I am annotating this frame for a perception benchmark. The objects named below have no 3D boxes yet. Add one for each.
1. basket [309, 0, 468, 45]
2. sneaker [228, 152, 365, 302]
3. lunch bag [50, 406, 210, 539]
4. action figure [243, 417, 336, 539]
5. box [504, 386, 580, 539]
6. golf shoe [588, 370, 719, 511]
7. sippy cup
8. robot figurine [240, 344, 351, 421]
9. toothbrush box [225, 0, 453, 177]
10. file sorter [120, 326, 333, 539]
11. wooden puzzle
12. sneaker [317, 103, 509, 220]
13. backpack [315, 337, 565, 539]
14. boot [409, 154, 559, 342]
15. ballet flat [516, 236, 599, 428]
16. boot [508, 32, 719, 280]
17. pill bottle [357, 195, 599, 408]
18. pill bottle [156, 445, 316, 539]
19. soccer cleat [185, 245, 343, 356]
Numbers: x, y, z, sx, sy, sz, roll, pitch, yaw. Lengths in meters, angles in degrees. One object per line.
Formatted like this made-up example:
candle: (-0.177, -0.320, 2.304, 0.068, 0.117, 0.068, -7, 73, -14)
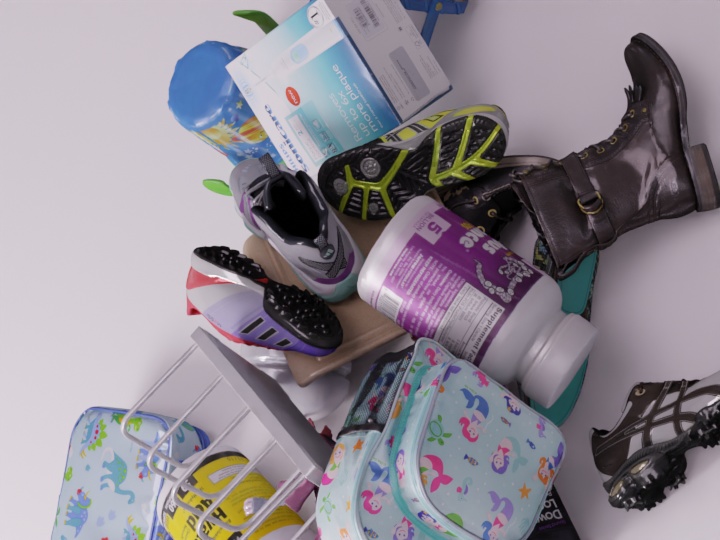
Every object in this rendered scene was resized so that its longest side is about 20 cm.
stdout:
basket: (0.022, -0.297, 1.721, 0.176, 0.139, 0.201, 36, 119, 38)
sneaker: (-0.075, -0.071, 1.576, 0.078, 0.140, 0.200, -42, 54, -8)
lunch bag: (-0.244, 0.251, 1.802, 0.160, 0.082, 0.202, 3, 79, 39)
action figure: (-0.018, 0.225, 1.576, 0.149, 0.133, 0.201, -52, 50, 53)
box: (0.099, 0.195, 1.531, 0.036, 0.142, 0.201, 104, 146, -56)
golf shoe: (0.274, 0.117, 1.451, 0.200, 0.078, 0.095, -43, 56, 19)
sippy cup: (-0.131, -0.181, 1.807, 0.139, 0.130, 0.179, -36, 59, 25)
robot figurine: (-0.063, 0.066, 1.696, 0.170, 0.112, 0.202, 146, 130, -71)
toothbrush box: (-0.024, -0.192, 1.677, 0.147, 0.085, 0.200, 58, 146, -6)
file sorter: (-0.100, 0.178, 1.521, 0.125, 0.139, 0.200, -47, 52, 2)
wooden puzzle: (0.000, 0.000, 1.612, 0.199, 0.037, 0.186, -29, 52, 4)
sneaker: (0.053, -0.103, 1.599, 0.199, 0.076, 0.076, -14, 108, 24)
backpack: (0.065, 0.178, 1.417, 0.150, 0.177, 0.201, -17, 40, 60)
boot: (0.114, -0.020, 1.611, 0.199, 0.073, 0.152, -16, 67, 37)
ballet flat: (0.176, 0.050, 1.560, 0.074, 0.074, 0.201, 8, 81, 38)
boot: (0.216, -0.106, 1.520, 0.173, 0.069, 0.201, -18, 66, 4)
pill bottle: (0.105, 0.031, 1.480, 0.199, 0.112, 0.113, 34, 99, 12)
pill bottle: (-0.106, 0.274, 1.673, 0.200, 0.111, 0.112, 42, 103, 36)
soccer cleat: (-0.092, 0.044, 1.575, 0.199, 0.068, 0.074, 30, 113, 38)
